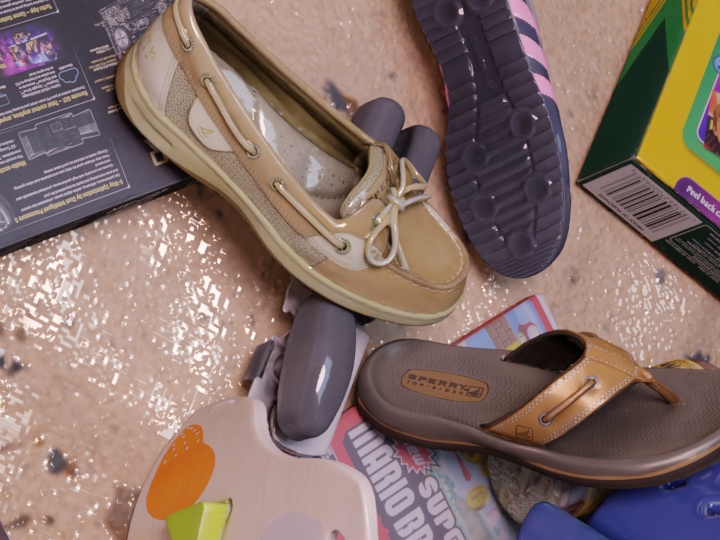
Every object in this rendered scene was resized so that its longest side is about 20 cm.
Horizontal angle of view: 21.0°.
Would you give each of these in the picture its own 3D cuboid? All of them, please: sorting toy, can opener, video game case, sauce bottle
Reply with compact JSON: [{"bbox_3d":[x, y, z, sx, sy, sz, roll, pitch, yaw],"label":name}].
[{"bbox_3d":[-0.018,0.156,0.856,0.106,0.180,0.201,-31,94,-34],"label":"sorting toy"},{"bbox_3d":[0.000,0.000,0.972,0.053,0.067,0.201,35,61,-25],"label":"can opener"},{"bbox_3d":[0.055,0.117,1.011,0.199,0.017,0.144,-29,94,-35],"label":"video game case"},{"bbox_3d":[0.158,0.083,1.039,0.199,0.065,0.065,-13,85,-36],"label":"sauce bottle"}]

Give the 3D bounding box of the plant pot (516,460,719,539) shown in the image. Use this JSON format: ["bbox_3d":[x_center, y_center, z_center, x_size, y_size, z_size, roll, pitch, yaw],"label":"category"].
[{"bbox_3d":[0.183,0.202,0.936,0.178,0.200,0.202,-13,113,-27],"label":"plant pot"}]

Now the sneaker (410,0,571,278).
[{"bbox_3d":[0.081,-0.097,1.053,0.082,0.070,0.202,-7,85,-65],"label":"sneaker"}]

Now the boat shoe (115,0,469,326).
[{"bbox_3d":[-0.021,-0.050,0.912,0.200,0.063,0.073,41,46,-11],"label":"boat shoe"}]

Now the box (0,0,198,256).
[{"bbox_3d":[-0.160,-0.096,0.911,0.199,0.043,0.162,-24,91,-35],"label":"box"}]

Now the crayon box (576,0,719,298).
[{"bbox_3d":[0.241,-0.070,1.155,0.199,0.058,0.174,37,60,-20],"label":"crayon box"}]

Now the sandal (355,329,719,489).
[{"bbox_3d":[0.093,0.055,0.949,0.082,0.198,0.055,-60,154,-47],"label":"sandal"}]

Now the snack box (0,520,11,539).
[{"bbox_3d":[-0.164,0.178,0.850,0.072,0.024,0.202,-29,94,-33],"label":"snack box"}]
